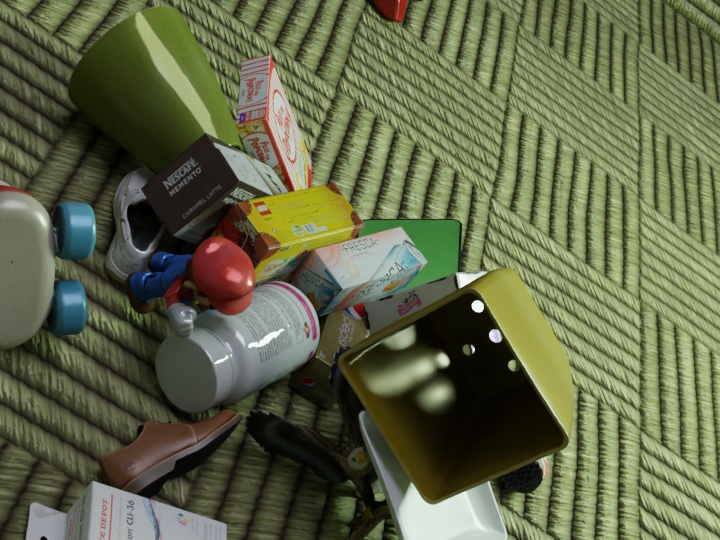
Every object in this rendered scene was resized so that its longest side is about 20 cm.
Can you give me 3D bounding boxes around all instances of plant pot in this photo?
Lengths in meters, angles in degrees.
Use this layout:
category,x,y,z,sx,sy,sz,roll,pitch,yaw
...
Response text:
category,x,y,z,sx,sy,sz,roll,pitch,yaw
plant pot,0.129,0.110,1.524,0.201,0.199,0.176,57,30,-6
plant pot,-0.251,-0.207,1.764,0.201,0.187,0.186,51,36,12

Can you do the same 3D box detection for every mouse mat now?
category,x,y,z,sx,sy,sz,roll,pitch,yaw
mouse mat,0.067,-0.017,1.945,0.158,0.008,0.201,0,38,6

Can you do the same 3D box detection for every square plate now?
category,x,y,z,sx,sy,sz,roll,pitch,yaw
square plate,0.081,0.244,1.562,0.199,0.028,0.200,-9,77,-53

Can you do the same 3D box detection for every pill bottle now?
category,x,y,z,sx,sy,sz,roll,pitch,yaw
pill bottle,-0.147,0.092,1.612,0.114,0.114,0.199,49,35,11

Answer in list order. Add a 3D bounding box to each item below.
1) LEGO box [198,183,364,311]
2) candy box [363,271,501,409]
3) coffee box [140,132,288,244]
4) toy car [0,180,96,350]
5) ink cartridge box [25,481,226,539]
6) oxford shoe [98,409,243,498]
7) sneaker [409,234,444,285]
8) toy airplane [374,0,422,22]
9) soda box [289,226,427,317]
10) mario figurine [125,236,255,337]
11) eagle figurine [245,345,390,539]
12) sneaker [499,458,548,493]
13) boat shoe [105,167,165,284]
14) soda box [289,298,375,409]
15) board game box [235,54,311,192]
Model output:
category,x,y,z,sx,sy,sz,roll,pitch,yaw
LEGO box,-0.112,-0.026,1.742,0.199,0.149,0.077,-16,63,-52
candy box,0.102,0.118,1.724,0.071,0.167,0.203,-3,79,-47
coffee box,-0.176,-0.092,1.716,0.080,0.114,0.200,54,10,17
toy car,-0.411,-0.028,1.483,0.182,0.179,0.200,-1,23,-28
ink cartridge box,-0.235,0.292,1.352,0.198,0.068,0.117,23,39,-26
oxford shoe,-0.207,0.189,1.491,0.071,0.072,0.199,47,36,14
sneaker,0.079,0.017,1.947,0.095,0.079,0.202,19,41,-27
toy airplane,0.039,-0.586,2.497,0.201,0.139,0.201,57,34,-41
soda box,0.000,0.000,1.780,0.199,0.064,0.069,-17,65,-51
mario figurine,-0.187,0.026,1.559,0.105,0.199,0.125,22,75,-37
eagle figurine,-0.018,0.206,1.584,0.201,0.151,0.151,53,46,3
sneaker,0.188,0.218,1.863,0.200,0.070,0.093,49,17,13
boat shoe,-0.273,-0.069,1.698,0.070,0.069,0.201,23,38,-23
soda box,-0.033,0.085,1.771,0.064,0.068,0.201,33,36,-14
board game box,-0.119,-0.175,1.883,0.153,0.046,0.201,-91,165,-47
